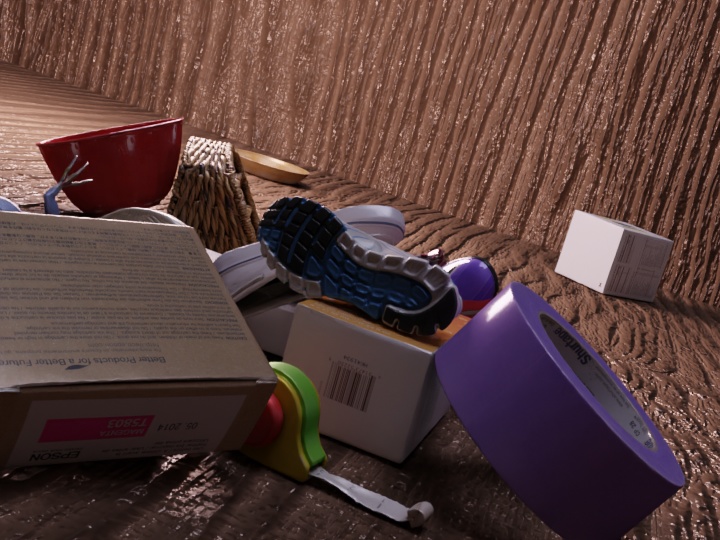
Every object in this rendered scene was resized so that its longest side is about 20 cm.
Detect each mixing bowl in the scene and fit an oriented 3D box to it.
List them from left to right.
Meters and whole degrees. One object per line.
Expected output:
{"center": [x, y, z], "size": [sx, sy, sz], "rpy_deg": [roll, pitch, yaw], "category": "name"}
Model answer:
{"center": [-0.325, -0.135, 1.423], "size": [0.196, 0.110, 0.200], "rpy_deg": [-9, 11, 2], "category": "mixing bowl"}

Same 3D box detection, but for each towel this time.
{"center": [0.000, 0.000, 1.134], "size": [0.142, 0.023, 0.200], "rpy_deg": [-10, -1, 20], "category": "towel"}

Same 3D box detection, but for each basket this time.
{"center": [-0.184, -0.100, 1.466], "size": [0.147, 0.145, 0.200], "rpy_deg": [15, 10, -7], "category": "basket"}

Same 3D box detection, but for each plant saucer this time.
{"center": [-0.218, -0.241, 2.498], "size": [0.197, 0.036, 0.200], "rpy_deg": [17, 10, -3], "category": "plant saucer"}

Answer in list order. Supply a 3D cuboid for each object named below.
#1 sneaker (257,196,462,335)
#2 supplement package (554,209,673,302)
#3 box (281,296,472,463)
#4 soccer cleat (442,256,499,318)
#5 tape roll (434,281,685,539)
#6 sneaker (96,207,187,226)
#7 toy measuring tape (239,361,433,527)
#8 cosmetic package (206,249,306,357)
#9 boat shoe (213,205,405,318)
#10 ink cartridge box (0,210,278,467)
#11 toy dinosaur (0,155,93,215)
{"center": [0.001, 0.001, 0.917], "size": [0.198, 0.076, 0.086], "rpy_deg": [28, 6, 18], "category": "sneaker"}
{"center": [0.581, -0.032, 2.423], "size": [0.198, 0.153, 0.151], "rpy_deg": [9, 13, -41], "category": "supplement package"}
{"center": [0.017, 0.083, 0.949], "size": [0.123, 0.099, 0.200], "rpy_deg": [18, 9, 13], "category": "box"}
{"center": [0.064, 0.042, 1.148], "size": [0.199, 0.069, 0.073], "rpy_deg": [-25, -5, 43], "category": "soccer cleat"}
{"center": [0.154, 0.111, 0.824], "size": [0.200, 0.085, 0.201], "rpy_deg": [44, 15, -15], "category": "tape roll"}
{"center": [-0.217, -0.010, 0.987], "size": [0.197, 0.076, 0.084], "rpy_deg": [-2, -14, 31], "category": "sneaker"}
{"center": [-0.032, 0.115, 0.768], "size": [0.197, 0.075, 0.073], "rpy_deg": [21, 10, 19], "category": "toy measuring tape"}
{"center": [-0.132, 0.028, 1.123], "size": [0.197, 0.052, 0.151], "rpy_deg": [20, 8, 9], "category": "cosmetic package"}
{"center": [-0.047, 0.000, 1.005], "size": [0.197, 0.066, 0.074], "rpy_deg": [-21, -34, 13], "category": "boat shoe"}
{"center": [-0.178, 0.042, 0.703], "size": [0.198, 0.076, 0.166], "rpy_deg": [4, 40, -39], "category": "ink cartridge box"}
{"center": [-0.343, -0.025, 1.089], "size": [0.180, 0.105, 0.202], "rpy_deg": [28, 45, -14], "category": "toy dinosaur"}
